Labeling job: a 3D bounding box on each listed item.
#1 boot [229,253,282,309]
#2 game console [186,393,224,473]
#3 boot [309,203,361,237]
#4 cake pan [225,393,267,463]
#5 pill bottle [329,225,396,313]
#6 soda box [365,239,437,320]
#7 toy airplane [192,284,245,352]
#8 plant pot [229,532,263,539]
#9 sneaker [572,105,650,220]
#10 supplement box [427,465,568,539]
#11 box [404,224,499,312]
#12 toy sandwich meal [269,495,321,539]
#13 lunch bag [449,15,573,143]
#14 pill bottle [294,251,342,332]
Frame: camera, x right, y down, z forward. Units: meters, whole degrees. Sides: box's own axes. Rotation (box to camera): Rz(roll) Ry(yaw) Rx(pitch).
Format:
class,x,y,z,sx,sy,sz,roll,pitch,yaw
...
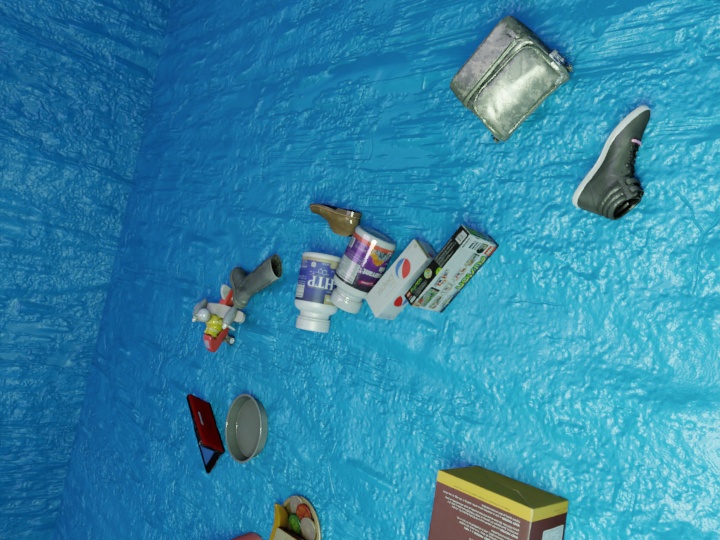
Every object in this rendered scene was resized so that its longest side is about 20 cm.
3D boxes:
class,x,y,z,sx,sy,sz,roll,pitch,yaw
boot,-0.335,0.009,1.739,0.200,0.072,0.183,-45,46,29
game console,-0.534,0.538,1.787,0.118,0.173,0.201,-36,52,2
boot,-0.080,-0.143,1.511,0.199,0.073,0.076,22,106,45
cake pan,-0.346,0.479,1.654,0.199,0.037,0.203,-14,71,44
pill bottle,0.000,0.000,1.354,0.111,0.111,0.201,39,109,44
soda box,0.100,0.024,1.277,0.200,0.063,0.068,-51,49,25
toy airplane,-0.473,0.142,1.797,0.200,0.141,0.200,-42,56,23
plant pot,-0.366,0.840,1.483,0.199,0.176,0.203,-13,71,43
sneaker,0.464,-0.177,0.941,0.099,0.070,0.201,47,120,40
supplement box,0.236,0.482,0.964,0.196,0.132,0.202,4,83,47
box,0.192,0.002,1.151,0.201,0.109,0.035,-53,47,23
toy sandwich meal,-0.179,0.689,1.399,0.204,0.070,0.208,-14,70,44
lunch bag,0.310,-0.386,1.113,0.200,0.139,0.168,-45,67,30
pill bottle,-0.112,0.059,1.453,0.119,0.119,0.202,4,84,47
